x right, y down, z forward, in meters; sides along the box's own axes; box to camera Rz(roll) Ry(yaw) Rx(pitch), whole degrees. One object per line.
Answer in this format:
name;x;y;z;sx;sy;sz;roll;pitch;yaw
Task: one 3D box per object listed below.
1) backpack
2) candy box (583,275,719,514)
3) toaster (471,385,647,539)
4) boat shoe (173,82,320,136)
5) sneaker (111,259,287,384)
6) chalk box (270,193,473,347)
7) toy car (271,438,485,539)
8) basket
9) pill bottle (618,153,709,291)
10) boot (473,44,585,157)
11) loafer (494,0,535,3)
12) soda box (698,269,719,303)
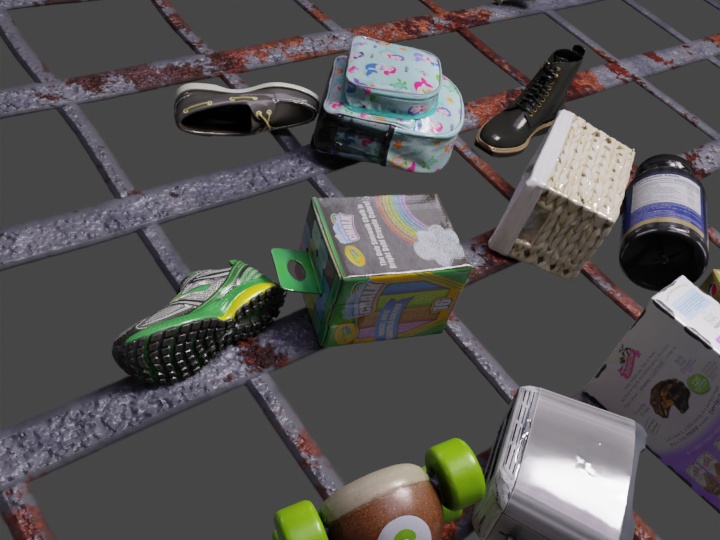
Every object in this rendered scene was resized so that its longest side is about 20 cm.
backpack;0.047;-0.229;1.088;0.200;0.151;0.178;17;43;-8
candy box;0.363;0.134;0.815;0.072;0.168;0.200;-27;60;-36
toaster;0.191;0.197;0.741;0.129;0.114;0.200;22;47;8
boat shoe;-0.154;-0.215;1.063;0.201;0.072;0.061;-2;52;-9
sneaker;-0.175;0.050;0.807;0.085;0.078;0.200;34;38;25
chalk box;0.000;0.000;0.865;0.200;0.124;0.125;-4;50;-19
toy car;0.040;0.266;0.617;0.164;0.158;0.200;-19;66;-16
basket;0.275;-0.099;1.038;0.123;0.136;0.200;29;46;5
pill bottle;0.422;-0.074;1.071;0.112;0.112;0.200;21;44;4
boot;0.260;-0.266;1.186;0.077;0.138;0.200;38;49;19
loafer;0.268;-0.569;1.534;0.200;0.067;0.076;10;40;15
soda box;0.550;0.050;1.025;0.200;0.064;0.068;4;47;-13
